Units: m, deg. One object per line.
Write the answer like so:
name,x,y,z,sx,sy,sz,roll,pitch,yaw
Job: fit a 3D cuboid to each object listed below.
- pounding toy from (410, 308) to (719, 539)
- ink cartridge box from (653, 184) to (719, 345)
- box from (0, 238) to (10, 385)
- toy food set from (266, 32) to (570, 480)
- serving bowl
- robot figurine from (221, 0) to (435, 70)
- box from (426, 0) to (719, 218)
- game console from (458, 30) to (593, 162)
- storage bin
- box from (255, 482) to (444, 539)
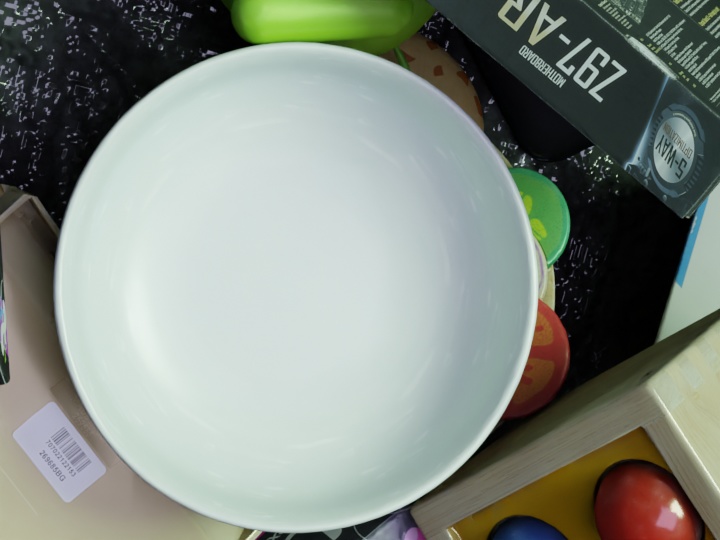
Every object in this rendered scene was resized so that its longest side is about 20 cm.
pounding toy,0.144,0.141,1.061,0.142,0.184,0.201,-32,89,-46
ink cartridge box,0.226,0.020,1.206,0.125,0.200,0.129,17,94,18
box,-0.221,-0.048,1.039,0.142,0.036,0.201,-5,73,-4
toy food set,0.000,0.000,1.149,0.199,0.049,0.198,-34,80,-20
serving bowl,-0.029,0.007,1.067,0.199,0.066,0.202,0,91,-8
robot figurine,-0.026,-0.169,1.092,0.115,0.176,0.200,-27,139,5
box,0.109,-0.111,1.074,0.160,0.200,0.044,40,114,4
game console,0.122,-0.186,1.226,0.176,0.116,0.201,-48,116,-41
storage bin,-0.176,0.094,1.112,0.198,0.094,0.200,-39,110,-12
box,-0.026,0.189,1.174,0.200,0.115,0.132,-38,110,-12
